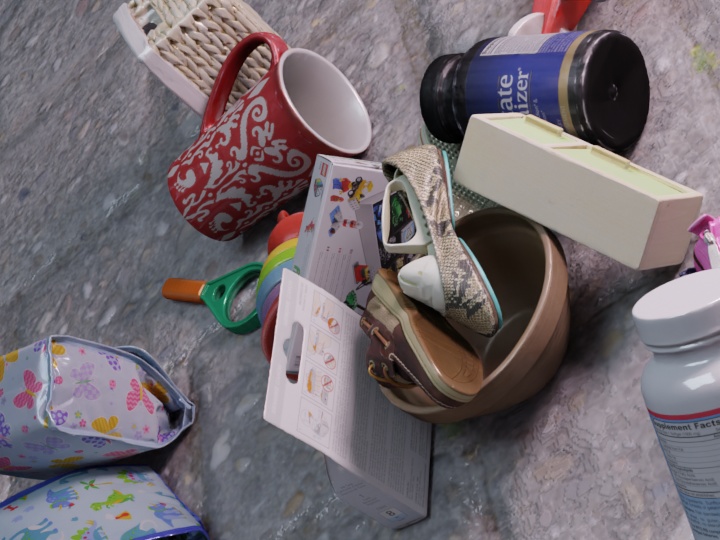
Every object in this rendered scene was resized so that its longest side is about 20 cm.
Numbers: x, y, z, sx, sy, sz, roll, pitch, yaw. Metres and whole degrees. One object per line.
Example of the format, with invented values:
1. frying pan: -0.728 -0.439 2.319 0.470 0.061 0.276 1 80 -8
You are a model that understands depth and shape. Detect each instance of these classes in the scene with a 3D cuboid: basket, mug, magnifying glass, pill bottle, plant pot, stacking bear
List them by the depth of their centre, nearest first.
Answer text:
1. pill bottle: 0.259 0.105 1.320 0.109 0.200 0.109 -21 13 5
2. plant pot: 0.113 0.053 1.651 0.201 0.093 0.201 -30 41 30
3. pill bottle: 0.156 -0.160 1.745 0.200 0.112 0.112 2 63 43
4. stacking bear: -0.049 0.012 1.877 0.114 0.121 0.200 -35 29 15
5. mug: -0.104 -0.143 2.056 0.200 0.133 0.178 -37 38 31
6. magnifying glass: -0.153 0.026 2.063 0.200 0.022 0.080 6 67 50
7. basket: -0.160 -0.244 2.148 0.123 0.200 0.136 -43 36 6

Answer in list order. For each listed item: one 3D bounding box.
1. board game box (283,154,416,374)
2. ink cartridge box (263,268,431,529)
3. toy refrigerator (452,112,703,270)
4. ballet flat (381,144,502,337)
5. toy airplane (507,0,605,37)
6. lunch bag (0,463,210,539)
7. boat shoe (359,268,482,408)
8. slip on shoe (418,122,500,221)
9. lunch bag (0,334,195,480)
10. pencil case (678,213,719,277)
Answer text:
1. board game box: 0.000 0.000 1.739 0.035 0.126 0.200 32 112 58
2. ink cartridge box: -0.018 0.113 1.661 0.047 0.200 0.160 -27 43 37
3. toy refrigerator: 0.183 -0.073 1.611 0.200 0.076 0.070 28 112 35
4. ballet flat: 0.058 -0.020 1.607 0.075 0.068 0.200 -11 56 -9
5. toy airplane: 0.185 -0.294 1.816 0.200 0.141 0.199 -34 40 28
6. lunch bag: -0.265 0.278 1.893 0.200 0.128 0.170 -30 31 -16
7. boat shoe: 0.041 0.071 1.587 0.072 0.072 0.200 -57 30 14
8. slip on shoe: 0.092 -0.060 1.808 0.061 0.074 0.200 106 158 -46
9. lunch bag: -0.297 0.146 1.972 0.169 0.200 0.127 -21 62 38
10. pencil case: 0.318 0.032 1.421 0.091 0.094 0.200 -46 36 13
